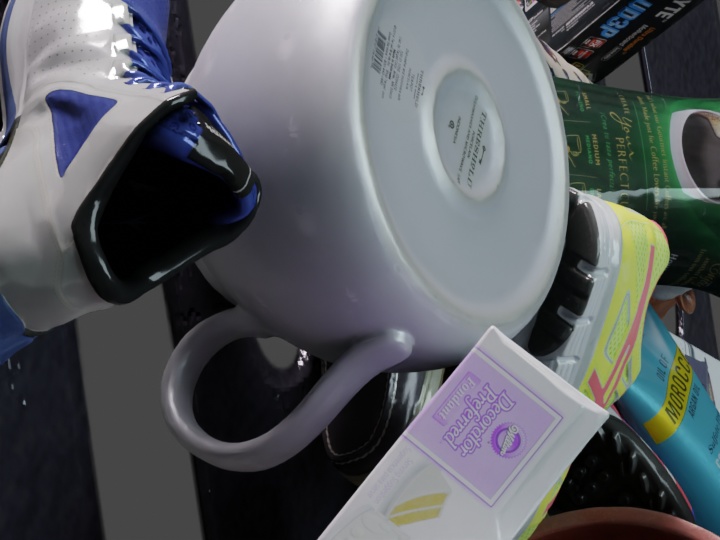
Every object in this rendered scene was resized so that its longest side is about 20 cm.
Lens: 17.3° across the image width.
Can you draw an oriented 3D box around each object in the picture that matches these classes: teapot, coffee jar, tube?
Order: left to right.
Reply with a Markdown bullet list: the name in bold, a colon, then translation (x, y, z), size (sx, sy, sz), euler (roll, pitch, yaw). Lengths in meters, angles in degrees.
- **teapot**: translation (-0.014, -0.041, 1.001), size (0.200, 0.146, 0.198), euler (-30, 105, -55)
- **coffee jar**: translation (0.140, -0.039, 1.163), size (0.199, 0.085, 0.105), euler (4, 64, -16)
- **tube**: translation (0.173, 0.095, 1.233), size (0.200, 0.050, 0.078), euler (57, 26, -26)

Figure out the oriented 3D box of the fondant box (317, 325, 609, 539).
- **fondant box**: translation (0.025, 0.104, 0.940), size (0.058, 0.144, 0.200), euler (39, -7, 4)

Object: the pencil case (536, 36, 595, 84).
- **pencil case**: translation (0.074, -0.091, 1.257), size (0.200, 0.078, 0.090), euler (32, 29, -55)

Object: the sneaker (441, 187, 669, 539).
- **sneaker**: translation (0.090, 0.056, 1.097), size (0.090, 0.078, 0.200), euler (-3, 124, -47)

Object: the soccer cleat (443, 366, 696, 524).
- **soccer cleat**: translation (0.097, 0.065, 1.178), size (0.200, 0.068, 0.073), euler (43, 35, 3)

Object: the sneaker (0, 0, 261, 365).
- **sneaker**: translation (-0.086, -0.049, 0.901), size (0.081, 0.115, 0.200), euler (56, 35, -38)

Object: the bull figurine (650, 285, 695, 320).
- **bull figurine**: translation (0.165, -0.018, 1.320), size (0.065, 0.200, 0.122), euler (33, 70, 0)

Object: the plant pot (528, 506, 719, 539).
- **plant pot**: translation (0.139, 0.246, 1.149), size (0.195, 0.200, 0.201), euler (53, 36, -54)

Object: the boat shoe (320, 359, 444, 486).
- **boat shoe**: translation (0.000, 0.000, 1.101), size (0.065, 0.072, 0.201), euler (26, 61, -38)

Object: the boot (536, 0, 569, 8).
- **boot**: translation (0.081, -0.222, 1.173), size (0.200, 0.146, 0.070), euler (26, 32, -22)

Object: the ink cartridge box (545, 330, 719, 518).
- **ink cartridge box**: translation (0.143, 0.109, 1.303), size (0.200, 0.084, 0.145), euler (25, 58, -57)

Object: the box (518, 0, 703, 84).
- **box**: translation (0.143, -0.203, 1.318), size (0.046, 0.200, 0.160), euler (10, 66, -23)
